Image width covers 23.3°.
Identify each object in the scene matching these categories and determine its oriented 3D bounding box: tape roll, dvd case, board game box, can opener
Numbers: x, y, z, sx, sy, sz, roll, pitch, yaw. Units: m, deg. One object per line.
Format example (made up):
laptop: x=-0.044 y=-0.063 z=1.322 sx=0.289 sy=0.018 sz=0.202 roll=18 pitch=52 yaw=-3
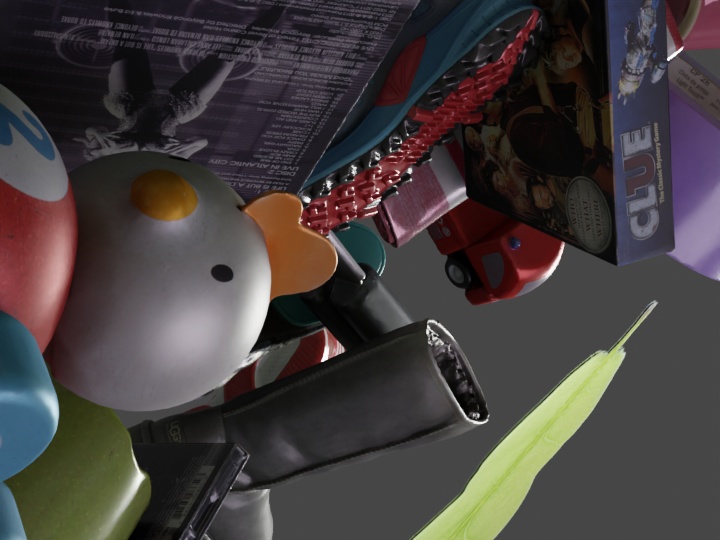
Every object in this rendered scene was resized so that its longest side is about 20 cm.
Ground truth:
tape roll: x=0.199 y=-0.089 z=1.155 sx=0.085 sy=0.200 sz=0.200 roll=-50 pitch=162 yaw=19
dvd case: x=-0.076 y=-0.072 z=0.678 sx=0.148 sy=0.016 sz=0.200 roll=5 pitch=152 yaw=-19
board game box: x=0.089 y=-0.116 z=0.809 sx=0.035 sy=0.135 sz=0.201 roll=-15 pitch=112 yaw=-23
dvd case: x=-0.157 y=0.155 z=0.921 sx=0.200 sy=0.016 sz=0.149 roll=-6 pitch=-135 yaw=48
can opener: x=0.000 y=0.000 z=1.017 sx=0.067 sy=0.053 sz=0.200 roll=-59 pitch=136 yaw=-20

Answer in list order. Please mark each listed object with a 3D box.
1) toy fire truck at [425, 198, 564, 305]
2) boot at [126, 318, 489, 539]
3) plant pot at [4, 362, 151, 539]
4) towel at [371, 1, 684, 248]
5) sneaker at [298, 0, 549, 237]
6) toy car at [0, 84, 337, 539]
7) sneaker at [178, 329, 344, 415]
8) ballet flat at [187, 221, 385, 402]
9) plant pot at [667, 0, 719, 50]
toy fire truck: x=0.066 y=-0.081 z=0.971 sx=0.049 sy=0.200 sz=0.141 roll=-34 pitch=-173 yaw=-30
boot: x=-0.021 y=0.105 z=1.040 sx=0.200 sy=0.073 sz=0.182 roll=-24 pitch=151 yaw=7
plant pot: x=-0.203 y=0.136 z=0.822 sx=0.190 sy=0.200 sz=0.200 roll=-48 pitch=167 yaw=-36
towel: x=0.066 y=-0.122 z=0.889 sx=0.200 sy=0.144 sz=0.023 roll=-34 pitch=-156 yaw=-15
sneaker: x=-0.006 y=-0.085 z=0.820 sx=0.200 sy=0.096 sz=0.079 roll=-37 pitch=159 yaw=21
toy car: x=-0.098 y=-0.004 z=0.613 sx=0.199 sy=0.185 sz=0.177 roll=-11 pitch=147 yaw=-25
sneaker: x=-0.076 y=0.115 z=1.194 sx=0.200 sy=0.078 sz=0.115 roll=-47 pitch=161 yaw=7
ballet flat: x=-0.071 y=0.023 z=1.043 sx=0.200 sy=0.072 sz=0.072 roll=-30 pitch=156 yaw=-40
plant pot: x=0.227 y=-0.211 z=1.002 sx=0.179 sy=0.200 sz=0.200 roll=-20 pitch=153 yaw=-22
